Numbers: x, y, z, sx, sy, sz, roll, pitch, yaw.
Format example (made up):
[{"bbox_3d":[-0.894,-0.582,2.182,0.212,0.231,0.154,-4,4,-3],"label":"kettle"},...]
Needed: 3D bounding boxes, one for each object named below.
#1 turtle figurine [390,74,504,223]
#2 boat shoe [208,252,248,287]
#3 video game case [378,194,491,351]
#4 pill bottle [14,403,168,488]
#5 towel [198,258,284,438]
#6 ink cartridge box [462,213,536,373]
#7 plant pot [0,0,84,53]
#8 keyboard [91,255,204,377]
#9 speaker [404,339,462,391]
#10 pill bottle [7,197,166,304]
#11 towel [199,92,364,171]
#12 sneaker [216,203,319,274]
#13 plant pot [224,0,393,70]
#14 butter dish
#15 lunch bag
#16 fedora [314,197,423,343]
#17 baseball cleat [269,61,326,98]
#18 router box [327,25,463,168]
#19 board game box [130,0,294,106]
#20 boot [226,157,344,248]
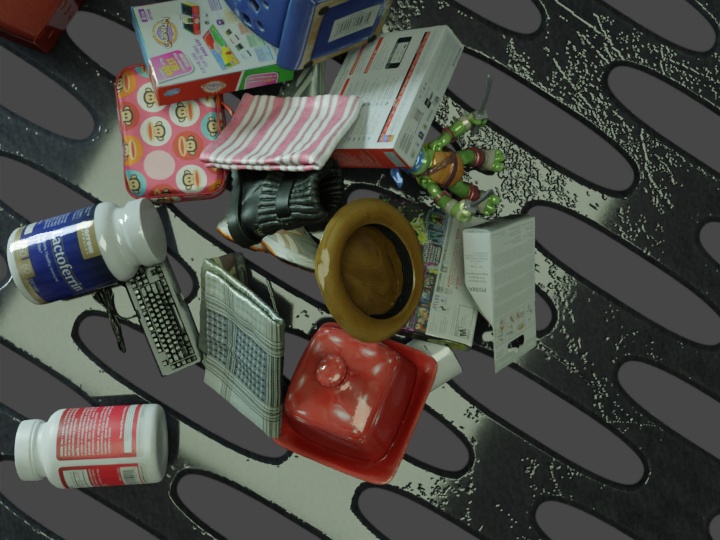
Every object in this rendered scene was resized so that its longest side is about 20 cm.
[{"bbox_3d":[0.162,-0.142,1.233,0.199,0.193,0.145,-30,70,28],"label":"turtle figurine"},{"bbox_3d":[-0.167,0.070,1.289,0.065,0.072,0.203,-21,94,-11],"label":"boat shoe"},{"bbox_3d":[0.092,0.002,1.283,0.179,0.036,0.202,12,70,1],"label":"video game case"},{"bbox_3d":[-0.384,0.254,1.261,0.197,0.112,0.114,-2,91,-3],"label":"pill bottle"},{"bbox_3d":[-0.171,0.107,1.213,0.034,0.199,0.195,-18,127,-35],"label":"towel"},{"bbox_3d":[0.206,0.028,1.274,0.057,0.162,0.203,8,105,32],"label":"ink cartridge box"},{"bbox_3d":[-0.481,-0.417,1.218,0.175,0.200,0.201,34,89,-14],"label":"plant pot"},{"bbox_3d":[-0.324,0.063,1.308,0.126,0.021,0.202,-22,91,-3],"label":"keyboard"},{"bbox_3d":[0.048,0.169,1.298,0.199,0.081,0.082,-33,92,-2],"label":"speaker"},{"bbox_3d":[-0.384,-0.031,1.244,0.198,0.116,0.117,-16,91,6],"label":"pill bottle"},{"bbox_3d":[-0.108,-0.192,1.196,0.198,0.030,0.147,5,48,27],"label":"towel"},{"bbox_3d":[-0.107,-0.059,1.294,0.198,0.076,0.093,23,85,-4],"label":"sneaker"},{"bbox_3d":[-0.058,-0.400,1.185,0.199,0.200,0.181,-27,76,-24],"label":"plant pot"},{"bbox_3d":[-0.022,0.158,1.193,0.198,0.148,0.201,17,69,23],"label":"butter dish"},{"bbox_3d":[-0.260,-0.202,1.277,0.174,0.082,0.203,-4,90,-3],"label":"lunch bag"},{"bbox_3d":[0.000,0.000,1.190,0.199,0.081,0.203,-3,94,-42],"label":"fedora"},{"bbox_3d":[-0.096,-0.275,1.292,0.105,0.070,0.203,-5,90,-3],"label":"baseball cleat"},{"bbox_3d":[0.031,-0.242,1.228,0.049,0.178,0.202,38,69,-41],"label":"router box"},{"bbox_3d":[-0.210,-0.323,1.247,0.198,0.040,0.154,-14,65,-16],"label":"board game box"},{"bbox_3d":[-0.098,-0.136,1.213,0.157,0.079,0.213,-20,55,29],"label":"boot"}]
